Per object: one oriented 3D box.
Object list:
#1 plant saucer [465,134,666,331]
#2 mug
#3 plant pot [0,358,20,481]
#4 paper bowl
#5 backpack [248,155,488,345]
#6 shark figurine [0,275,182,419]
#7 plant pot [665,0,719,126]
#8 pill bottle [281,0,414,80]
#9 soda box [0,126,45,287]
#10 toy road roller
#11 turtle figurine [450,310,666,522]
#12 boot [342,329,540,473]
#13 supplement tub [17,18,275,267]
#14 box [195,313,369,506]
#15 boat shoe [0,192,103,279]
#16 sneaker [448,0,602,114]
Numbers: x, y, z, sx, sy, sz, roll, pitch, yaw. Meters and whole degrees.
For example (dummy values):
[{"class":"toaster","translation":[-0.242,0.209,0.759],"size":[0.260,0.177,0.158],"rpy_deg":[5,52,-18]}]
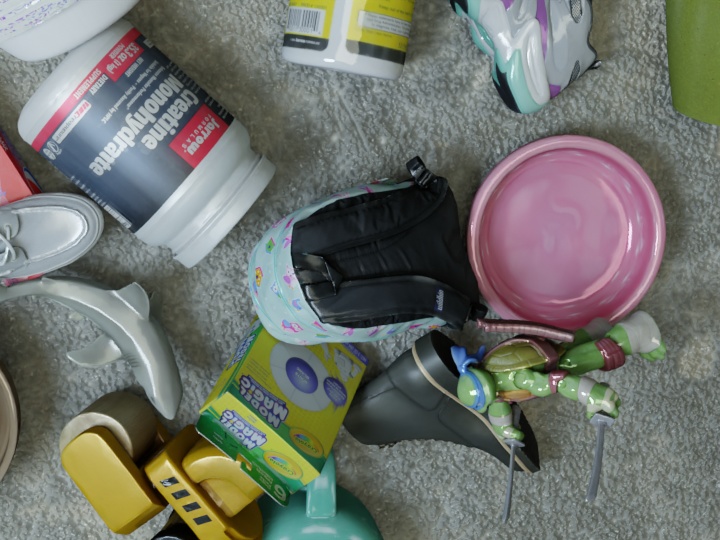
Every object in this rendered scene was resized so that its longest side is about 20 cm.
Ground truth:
[{"class":"plant saucer","translation":[0.198,-0.034,1.215],"size":[0.200,0.051,0.201],"rpy_deg":[-1,99,-7]},{"class":"mug","translation":[-0.053,0.282,1.198],"size":[0.152,0.114,0.185],"rpy_deg":[-30,102,-2]},{"class":"plant pot","translation":[-0.410,0.128,1.131],"size":[0.200,0.093,0.202],"rpy_deg":[-1,102,-6]},{"class":"paper bowl","translation":[-0.257,-0.254,1.038],"size":[0.200,0.201,0.105],"rpy_deg":[-32,119,-2]},{"class":"backpack","translation":[0.000,0.000,1.128],"size":[0.200,0.127,0.167],"rpy_deg":[-13,79,-36]},{"class":"shark figurine","translation":[-0.238,0.031,1.110],"size":[0.214,0.089,0.128],"rpy_deg":[28,52,-19]},{"class":"plant pot","translation":[0.363,-0.241,1.155],"size":[0.186,0.187,0.201],"rpy_deg":[5,113,-9]},{"class":"pill bottle","translation":[-0.002,-0.280,1.113],"size":[0.114,0.114,0.201],"rpy_deg":[9,98,-9]},{"class":"soda box","translation":[-0.342,-0.084,1.123],"size":[0.070,0.063,0.200],"rpy_deg":[-31,102,-2]},{"class":"toy road roller","translation":[-0.163,0.182,1.139],"size":[0.146,0.123,0.200],"rpy_deg":[-39,93,11]},{"class":"turtle figurine","translation":[0.189,0.124,1.124],"size":[0.194,0.144,0.200],"rpy_deg":[-24,60,-27]},{"class":"boot","translation":[0.076,0.156,1.231],"size":[0.138,0.078,0.200],"rpy_deg":[-33,117,20]},{"class":"supplement tub","translation":[-0.189,-0.113,1.100],"size":[0.200,0.140,0.140],"rpy_deg":[41,92,-12]},{"class":"box","translation":[-0.070,0.113,1.129],"size":[0.117,0.200,0.048],"rpy_deg":[43,126,-13]},{"class":"boat shoe","translation":[-0.325,-0.023,1.068],"size":[0.199,0.069,0.072],"rpy_deg":[-7,101,-6]},{"class":"sneaker","translation":[0.163,-0.264,1.164],"size":[0.140,0.078,0.200],"rpy_deg":[-31,112,-4]}]
